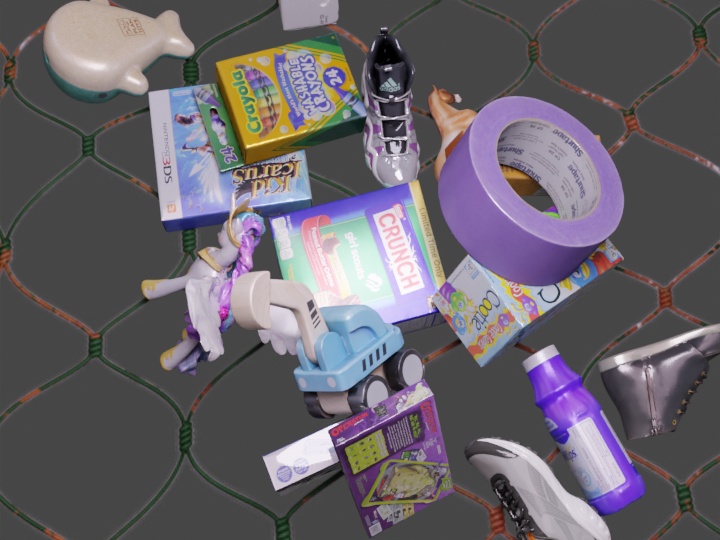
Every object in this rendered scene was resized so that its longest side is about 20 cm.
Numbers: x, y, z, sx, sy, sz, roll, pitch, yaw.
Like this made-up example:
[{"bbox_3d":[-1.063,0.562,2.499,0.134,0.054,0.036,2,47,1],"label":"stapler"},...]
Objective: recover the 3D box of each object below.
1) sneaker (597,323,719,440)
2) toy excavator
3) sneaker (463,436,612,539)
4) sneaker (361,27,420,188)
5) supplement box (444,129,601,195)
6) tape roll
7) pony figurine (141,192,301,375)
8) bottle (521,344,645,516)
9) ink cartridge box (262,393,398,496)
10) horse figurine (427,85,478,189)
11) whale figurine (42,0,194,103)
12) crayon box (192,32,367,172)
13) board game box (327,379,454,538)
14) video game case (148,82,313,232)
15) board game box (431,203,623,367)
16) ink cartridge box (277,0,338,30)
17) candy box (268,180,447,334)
[{"bbox_3d":[0.398,0.134,1.149,0.196,0.075,0.108,-18,78,3],"label":"sneaker"},{"bbox_3d":[-0.041,0.071,1.026,0.193,0.099,0.204,-31,107,-43],"label":"toy excavator"},{"bbox_3d":[0.198,0.271,1.085,0.199,0.074,0.079,41,58,10],"label":"sneaker"},{"bbox_3d":[0.037,-0.213,1.203,0.076,0.140,0.204,-10,73,-5],"label":"sneaker"},{"bbox_3d":[0.210,-0.135,1.188,0.196,0.069,0.068,-1,73,-20],"label":"supplement box"},{"bbox_3d":[0.192,-0.091,1.061,0.196,0.085,0.204,12,56,-18],"label":"tape roll"},{"bbox_3d":[-0.167,0.036,1.094,0.165,0.199,0.196,8,53,-45],"label":"pony figurine"},{"bbox_3d":[0.260,0.188,1.115,0.064,0.084,0.203,-26,76,-9],"label":"bottle"},{"bbox_3d":[-0.014,0.201,1.098,0.197,0.094,0.045,-24,75,-8],"label":"ink cartridge box"},{"bbox_3d":[0.143,-0.149,1.235,0.130,0.050,0.204,13,70,-6],"label":"horse figurine"},{"bbox_3d":[-0.325,-0.290,1.253,0.197,0.104,0.161,-21,72,-33],"label":"whale figurine"},{"bbox_3d":[-0.104,-0.217,1.201,0.196,0.052,0.128,-18,75,-14],"label":"crayon box"},{"bbox_3d":[0.039,0.215,1.047,0.118,0.202,0.033,-23,46,-8],"label":"board game box"},{"bbox_3d":[-0.171,-0.157,1.230,0.195,0.046,0.185,-9,74,-5],"label":"video game case"},{"bbox_3d":[0.200,0.010,1.120,0.198,0.105,0.104,-28,74,-36],"label":"board game box"},{"bbox_3d":[-0.086,-0.455,1.271,0.084,0.148,0.204,-9,72,-4],"label":"ink cartridge box"},{"bbox_3d":[0.000,0.000,1.169,0.196,0.077,0.172,-14,76,-7],"label":"candy box"}]
